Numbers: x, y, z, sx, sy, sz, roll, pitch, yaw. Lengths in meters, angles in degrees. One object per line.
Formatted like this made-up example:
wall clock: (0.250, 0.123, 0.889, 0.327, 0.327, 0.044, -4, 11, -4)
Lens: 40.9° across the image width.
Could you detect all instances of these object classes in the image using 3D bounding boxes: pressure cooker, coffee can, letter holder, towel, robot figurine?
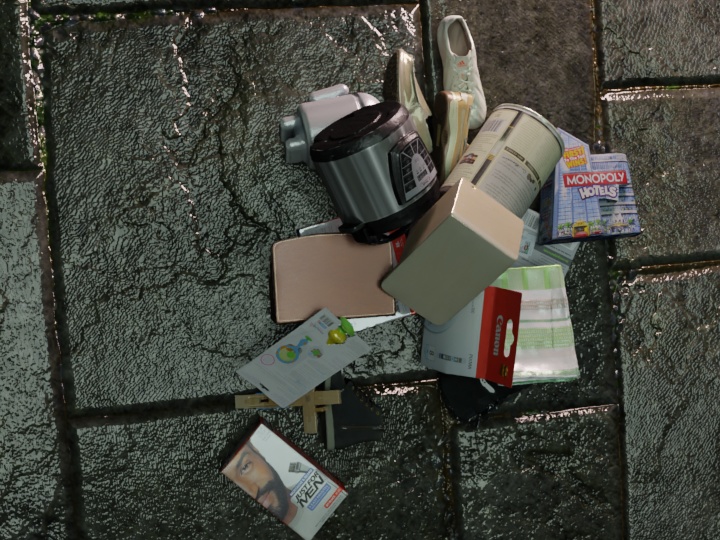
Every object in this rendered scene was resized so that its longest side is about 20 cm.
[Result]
pressure cooker: (0.032, -0.148, 1.535, 0.175, 0.179, 0.201, -22, 113, 8)
coffee can: (0.236, -0.160, 1.640, 0.146, 0.146, 0.200, 38, 72, -10)
letter holder: (-0.051, 0.009, 1.608, 0.199, 0.101, 0.143, -4, 92, -10)
towel: (0.288, 0.090, 1.632, 0.148, 0.031, 0.201, -3, 76, -11)
robot figurine: (-0.037, -0.238, 1.641, 0.199, 0.113, 0.170, -11, 75, -9)

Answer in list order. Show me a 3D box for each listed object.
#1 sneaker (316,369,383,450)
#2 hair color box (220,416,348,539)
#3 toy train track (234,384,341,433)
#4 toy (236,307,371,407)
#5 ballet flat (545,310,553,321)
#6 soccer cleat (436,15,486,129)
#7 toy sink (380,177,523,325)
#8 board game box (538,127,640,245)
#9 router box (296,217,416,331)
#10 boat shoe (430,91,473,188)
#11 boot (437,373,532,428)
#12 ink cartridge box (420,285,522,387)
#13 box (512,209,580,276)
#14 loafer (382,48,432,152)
sneaker: (-0.018, 0.211, 1.688, 0.106, 0.075, 0.201, -6, 107, -14)
hair color box: (-0.132, 0.362, 1.678, 0.200, 0.064, 0.111, 40, 86, -8)
toy train track: (-0.121, 0.220, 1.653, 0.199, 0.033, 0.115, -6, 86, 23)
toy: (-0.093, 0.136, 1.586, 0.200, 0.047, 0.115, -34, 120, 24)
ballet flat: (0.274, 0.128, 1.721, 0.070, 0.067, 0.200, 38, 117, 11)
soccer cleat: (0.177, -0.346, 1.692, 0.069, 0.078, 0.201, -16, 96, -9)
toy sink: (0.145, -0.029, 1.547, 0.130, 0.112, 0.200, 34, 130, -11)
board game box: (0.403, -0.155, 1.730, 0.199, 0.062, 0.201, -6, 82, -17)
router box: (0.000, 0.000, 1.691, 0.179, 0.049, 0.201, -17, 96, -9)
boat shoe: (0.164, -0.211, 1.688, 0.076, 0.072, 0.201, -2, 114, -24)
boot: (0.201, 0.163, 1.699, 0.162, 0.073, 0.199, -39, 76, 32)
ink cartridge box: (0.182, 0.100, 1.624, 0.047, 0.200, 0.161, 2, 96, -33)
box: (0.291, -0.005, 1.747, 0.155, 0.041, 0.201, 24, 88, -10)
loafer: (0.085, -0.284, 1.683, 0.068, 0.076, 0.201, -4, 91, -20)
